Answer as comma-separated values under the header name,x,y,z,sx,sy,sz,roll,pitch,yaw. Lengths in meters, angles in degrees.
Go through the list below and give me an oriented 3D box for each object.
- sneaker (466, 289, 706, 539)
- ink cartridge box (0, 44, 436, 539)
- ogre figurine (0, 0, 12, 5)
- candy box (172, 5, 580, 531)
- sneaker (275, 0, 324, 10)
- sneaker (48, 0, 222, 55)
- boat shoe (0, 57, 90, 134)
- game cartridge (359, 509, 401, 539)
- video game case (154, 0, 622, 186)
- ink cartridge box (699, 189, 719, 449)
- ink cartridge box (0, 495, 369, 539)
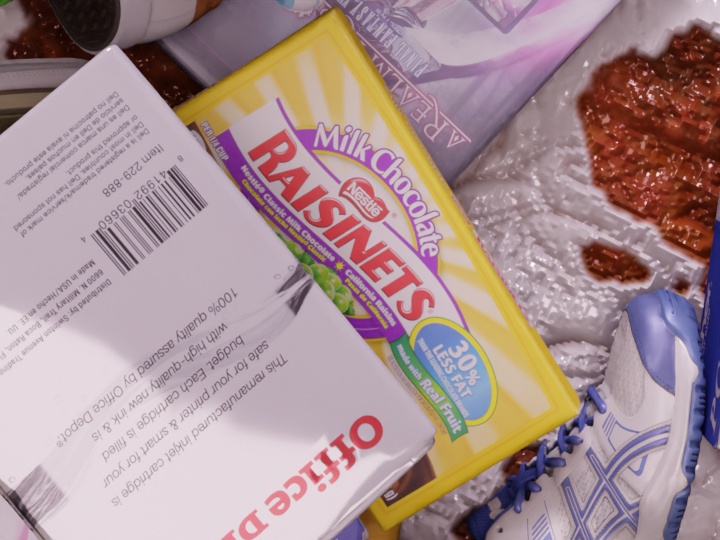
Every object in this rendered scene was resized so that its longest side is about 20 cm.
name,x,y,z,sx,sy,sz,roll,pitch,yaw
sneaker,0.093,0.103,1.060,0.087,0.075,0.202,13,94,0
ink cartridge box,-0.089,0.038,0.958,0.146,0.084,0.200,-40,90,-10
ogre figurine,-0.249,-0.139,1.020,0.199,0.120,0.099,27,94,-2
candy box,0.000,0.000,1.031,0.102,0.026,0.201,-32,95,6
sneaker,0.002,-0.206,0.948,0.130,0.080,0.202,-10,83,-13
sneaker,-0.121,-0.189,1.052,0.084,0.073,0.201,-19,81,-40
boat shoe,-0.204,-0.070,1.045,0.198,0.075,0.069,-10,62,-12
game cartridge,-0.063,0.070,1.073,0.175,0.032,0.202,8,97,3
video game case,0.026,-0.127,1.070,0.143,0.019,0.200,43,93,-3
ink cartridge box,0.179,-0.027,1.039,0.044,0.094,0.202,7,95,0
ink cartridge box,-0.126,0.080,1.014,0.196,0.043,0.201,-33,87,-7
